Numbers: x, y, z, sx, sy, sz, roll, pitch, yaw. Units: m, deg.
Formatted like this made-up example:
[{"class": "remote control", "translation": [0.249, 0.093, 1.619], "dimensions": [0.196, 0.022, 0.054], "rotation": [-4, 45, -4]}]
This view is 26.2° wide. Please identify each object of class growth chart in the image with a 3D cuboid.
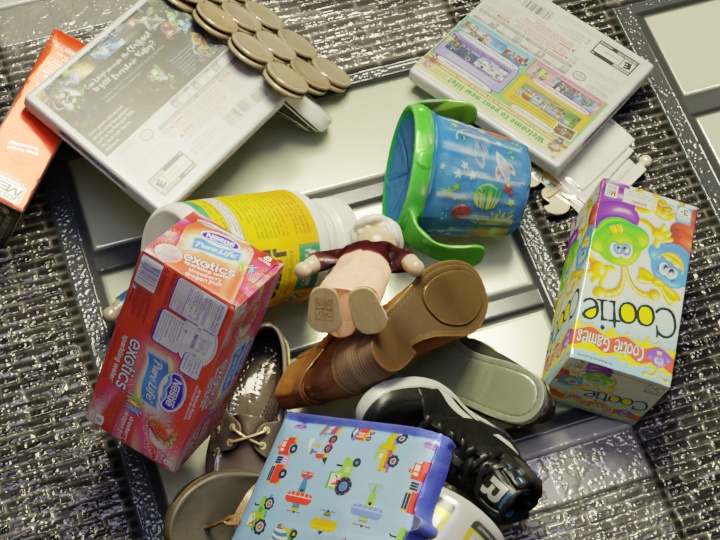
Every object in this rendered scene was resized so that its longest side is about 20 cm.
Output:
[{"class": "growth chart", "translation": [0.211, -0.141, 1.656], "dimensions": [0.144, 0.018, 0.200], "rotation": [-34, 69, -19]}]

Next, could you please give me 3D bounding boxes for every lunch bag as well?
[{"class": "lunch bag", "translation": [-0.005, 0.204, 1.294], "dimensions": [0.094, 0.200, 0.151], "rotation": [35, 67, -29]}]

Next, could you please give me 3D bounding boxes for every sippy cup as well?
[{"class": "sippy cup", "translation": [0.100, -0.091, 1.566], "dimensions": [0.130, 0.140, 0.179], "rotation": [9, 87, -10]}]

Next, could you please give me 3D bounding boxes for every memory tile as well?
[{"class": "memory tile", "translation": [-0.110, -0.248, 1.635], "dimensions": [0.200, 0.017, 0.153], "rotation": [42, 24, 12]}]

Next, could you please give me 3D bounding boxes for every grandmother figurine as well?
[{"class": "grandmother figurine", "translation": [0.000, 0.000, 1.427], "dimensions": [0.121, 0.061, 0.200], "rotation": [9, 23, 9]}]

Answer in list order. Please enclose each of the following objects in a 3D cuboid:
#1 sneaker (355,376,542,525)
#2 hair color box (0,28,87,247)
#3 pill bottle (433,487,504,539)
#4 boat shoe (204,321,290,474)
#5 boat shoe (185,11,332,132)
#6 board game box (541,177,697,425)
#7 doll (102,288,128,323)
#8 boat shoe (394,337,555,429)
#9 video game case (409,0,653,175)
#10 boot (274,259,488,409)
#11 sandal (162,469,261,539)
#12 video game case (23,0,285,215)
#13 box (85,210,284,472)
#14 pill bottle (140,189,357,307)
[{"class": "sneaker", "translation": [0.093, 0.165, 1.381], "dimensions": [0.073, 0.200, 0.112], "rotation": [-55, 40, 12]}, {"class": "hair color box", "translation": [-0.334, -0.134, 1.564], "dimensions": [0.061, 0.101, 0.201], "rotation": [27, 61, -12]}, {"class": "pill bottle", "translation": [0.035, 0.294, 1.359], "dimensions": [0.112, 0.112, 0.200], "rotation": [31, 64, 12]}, {"class": "boat shoe", "translation": [-0.105, 0.145, 1.458], "dimensions": [0.071, 0.060, 0.201], "rotation": [11, 62, 1]}, {"class": "boat shoe", "translation": [-0.122, -0.197, 1.643], "dimensions": [0.200, 0.071, 0.064], "rotation": [35, 98, 6]}, {"class": "board game box", "translation": [0.252, 0.030, 1.512], "dimensions": [0.104, 0.103, 0.201], "rotation": [17, 62, -4]}, {"class": "doll", "translation": [-0.184, 0.053, 1.509], "dimensions": [0.136, 0.049, 0.201], "rotation": [5, 62, -2]}, {"class": "boat shoe", "translation": [0.096, 0.097, 1.495], "dimensions": [0.201, 0.061, 0.072], "rotation": [27, 88, 29]}, {"class": "video game case", "translation": [0.184, -0.213, 1.672], "dimensions": [0.200, 0.022, 0.182], "rotation": [36, 63, 19]}, {"class": "boot", "translation": [0.018, 0.062, 1.455], "dimensions": [0.200, 0.154, 0.074], "rotation": [-28, 91, -45]}, {"class": "sandal", "translation": [-0.077, 0.224, 1.392], "dimensions": [0.199, 0.055, 0.082], "rotation": [8, 82, -20]}, {"class": "video game case", "translation": [-0.203, -0.170, 1.552], "dimensions": [0.182, 0.023, 0.200], "rotation": [40, 59, 5]}, {"class": "box", "translation": [-0.156, 0.064, 1.363], "dimensions": [0.099, 0.201, 0.095], "rotation": [30, 33, 11]}, {"class": "pill bottle", "translation": [-0.100, -0.019, 1.489], "dimensions": [0.199, 0.113, 0.113], "rotation": [-9, 59, -39]}]
